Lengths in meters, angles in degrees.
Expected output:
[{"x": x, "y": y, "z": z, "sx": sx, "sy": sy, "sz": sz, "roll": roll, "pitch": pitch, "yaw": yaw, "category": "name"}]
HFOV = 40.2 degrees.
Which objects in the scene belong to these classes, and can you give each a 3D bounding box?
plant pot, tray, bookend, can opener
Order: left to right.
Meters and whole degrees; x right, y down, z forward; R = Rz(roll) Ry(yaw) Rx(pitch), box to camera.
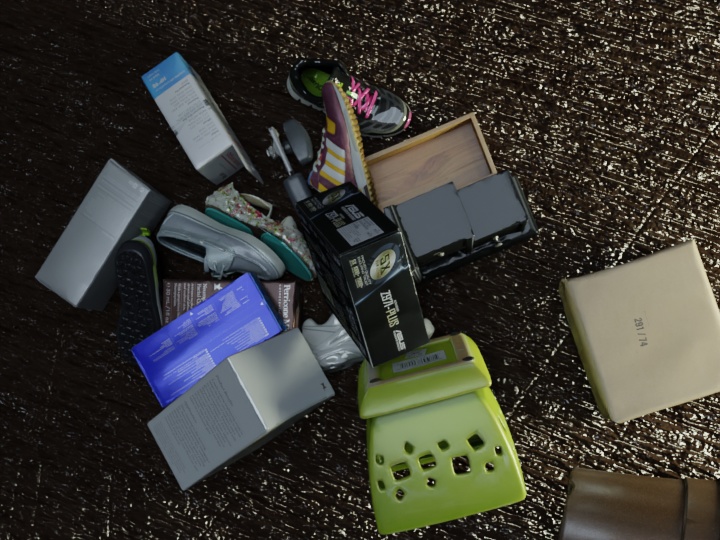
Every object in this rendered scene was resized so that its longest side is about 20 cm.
[{"x": -0.082, "y": -0.125, "z": 1.429, "sx": 0.065, "sy": 0.053, "sz": 0.203, "roll": -22, "pitch": 83, "yaw": 3, "category": "can opener"}, {"x": 0.089, "y": -0.141, "z": 1.420, "sx": 0.197, "sy": 0.037, "sz": 0.100, "roll": -22, "pitch": 82, "yaw": 3, "category": "tray"}, {"x": 0.093, "y": 0.199, "z": 1.281, "sx": 0.196, "sy": 0.199, "sz": 0.185, "roll": -14, "pitch": 101, "yaw": 3, "category": "plant pot"}, {"x": 0.142, "y": -0.065, "z": 1.323, "sx": 0.197, "sy": 0.199, "sz": 0.094, "roll": -23, "pitch": 83, "yaw": 3, "category": "bookend"}, {"x": 0.356, "y": 0.348, "z": 1.270, "sx": 0.194, "sy": 0.200, "sz": 0.204, "roll": 10, "pitch": 86, "yaw": 15, "category": "plant pot"}]

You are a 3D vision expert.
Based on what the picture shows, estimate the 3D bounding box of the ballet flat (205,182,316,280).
[{"x": -0.134, "y": -0.064, "z": 1.424, "sx": 0.198, "sy": 0.076, "sz": 0.064, "roll": 33, "pitch": 65, "yaw": 4, "category": "ballet flat"}]

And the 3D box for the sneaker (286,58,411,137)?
[{"x": -0.021, "y": -0.252, "z": 1.417, "sx": 0.197, "sy": 0.087, "sz": 0.075, "roll": 25, "pitch": 87, "yaw": 8, "category": "sneaker"}]

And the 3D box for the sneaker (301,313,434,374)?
[{"x": 0.004, "y": 0.081, "z": 1.390, "sx": 0.196, "sy": 0.078, "sz": 0.101, "roll": -12, "pitch": 77, "yaw": 3, "category": "sneaker"}]

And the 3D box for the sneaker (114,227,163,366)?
[{"x": -0.309, "y": 0.040, "z": 1.432, "sx": 0.070, "sy": 0.083, "sz": 0.204, "roll": 8, "pitch": 111, "yaw": 9, "category": "sneaker"}]

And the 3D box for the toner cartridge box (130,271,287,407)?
[{"x": -0.208, "y": 0.095, "z": 1.357, "sx": 0.198, "sy": 0.043, "sz": 0.096, "roll": -32, "pitch": 85, "yaw": 4, "category": "toner cartridge box"}]

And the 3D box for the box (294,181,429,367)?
[{"x": 0.000, "y": 0.000, "z": 1.278, "sx": 0.085, "sy": 0.200, "sz": 0.166, "roll": -22, "pitch": 117, "yaw": -11, "category": "box"}]

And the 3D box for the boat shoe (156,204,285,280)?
[{"x": -0.204, "y": -0.023, "z": 1.418, "sx": 0.198, "sy": 0.070, "sz": 0.072, "roll": 25, "pitch": 63, "yaw": 14, "category": "boat shoe"}]

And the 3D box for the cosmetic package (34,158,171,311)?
[{"x": -0.371, "y": -0.047, "z": 1.430, "sx": 0.090, "sy": 0.107, "sz": 0.201, "roll": 35, "pitch": 87, "yaw": 8, "category": "cosmetic package"}]

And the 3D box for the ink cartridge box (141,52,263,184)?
[{"x": -0.226, "y": -0.200, "z": 1.422, "sx": 0.066, "sy": 0.116, "sz": 0.202, "roll": -32, "pitch": 81, "yaw": 2, "category": "ink cartridge box"}]

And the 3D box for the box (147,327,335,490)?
[{"x": -0.160, "y": 0.185, "z": 1.319, "sx": 0.199, "sy": 0.151, "sz": 0.107, "roll": -38, "pitch": 79, "yaw": 35, "category": "box"}]

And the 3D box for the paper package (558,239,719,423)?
[{"x": 0.387, "y": 0.083, "z": 1.329, "sx": 0.187, "sy": 0.103, "sz": 0.204, "roll": -18, "pitch": 82, "yaw": 5, "category": "paper package"}]

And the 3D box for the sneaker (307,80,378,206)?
[{"x": -0.039, "y": -0.158, "z": 1.368, "sx": 0.088, "sy": 0.075, "sz": 0.204, "roll": -15, "pitch": 96, "yaw": 7, "category": "sneaker"}]

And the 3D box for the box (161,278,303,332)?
[{"x": -0.183, "y": 0.066, "z": 1.414, "sx": 0.196, "sy": 0.075, "sz": 0.102, "roll": 0, "pitch": 85, "yaw": 5, "category": "box"}]
